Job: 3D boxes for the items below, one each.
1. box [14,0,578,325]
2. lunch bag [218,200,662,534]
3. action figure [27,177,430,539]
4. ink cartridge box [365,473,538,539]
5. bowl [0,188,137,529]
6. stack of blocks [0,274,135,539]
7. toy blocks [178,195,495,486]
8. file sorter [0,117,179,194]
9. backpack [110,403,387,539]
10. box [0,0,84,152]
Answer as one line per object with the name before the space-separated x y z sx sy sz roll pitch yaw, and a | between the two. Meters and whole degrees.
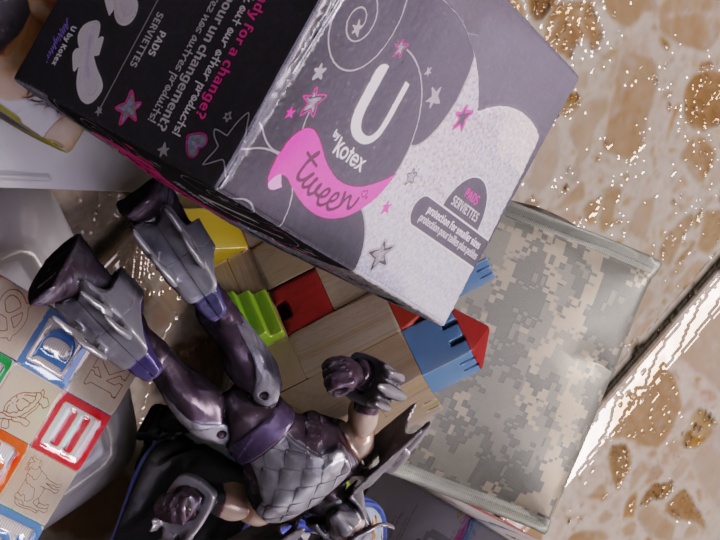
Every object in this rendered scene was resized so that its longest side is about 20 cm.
box | -0.016 -0.075 0.720 0.133 0.114 0.200 -61 148 -2
lunch bag | 0.033 0.028 0.973 0.199 0.118 0.165 22 92 -11
action figure | -0.054 0.058 0.777 0.130 0.069 0.200 -39 107 1
ink cartridge box | 0.091 0.187 1.013 0.116 0.200 0.068 28 88 -37
bowl | -0.202 0.059 0.852 0.199 0.074 0.201 -30 118 -25
stack of blocks | -0.199 0.094 0.781 0.115 0.058 0.201 34 84 -36
toy blocks | 0.000 0.000 0.870 0.136 0.201 0.100 -26 153 3
file sorter | -0.120 -0.147 0.812 0.138 0.124 0.202 0 104 -33
backpack | -0.056 0.179 0.930 0.201 0.153 0.190 -65 162 5
box | -0.100 -0.153 0.717 0.075 0.050 0.201 33 84 -36
